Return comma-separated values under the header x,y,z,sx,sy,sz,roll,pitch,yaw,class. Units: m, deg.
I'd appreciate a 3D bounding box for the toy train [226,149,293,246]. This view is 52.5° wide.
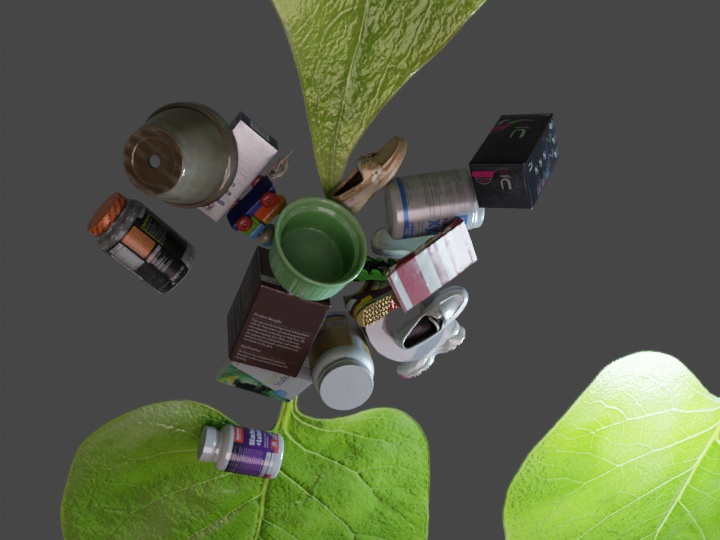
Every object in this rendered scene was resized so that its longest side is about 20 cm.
x,y,z,sx,sy,sz,roll,pitch,yaw,class
-0.173,-0.145,1.518,0.200,0.085,0.115,-43,133,8,toy train

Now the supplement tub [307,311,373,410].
x,y,z,sx,sy,sz,roll,pitch,yaw,class
-0.048,0.204,1.669,0.141,0.201,0.147,-5,121,-9,supplement tub

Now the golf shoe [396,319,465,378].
x,y,z,sx,sy,sz,roll,pitch,yaw,class
0.158,0.181,1.785,0.199,0.075,0.092,-39,110,4,golf shoe

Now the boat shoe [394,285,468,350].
x,y,z,sx,sy,sz,roll,pitch,yaw,class
0.163,0.109,1.633,0.198,0.066,0.073,-32,105,-5,boat shoe

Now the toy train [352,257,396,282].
x,y,z,sx,sy,sz,roll,pitch,yaw,class
0.000,0.000,1.574,0.196,0.042,0.057,3,146,29,toy train

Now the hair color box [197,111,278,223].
x,y,z,sx,sy,sz,roll,pitch,yaw,class
-0.264,-0.206,1.465,0.099,0.061,0.200,37,107,-25,hair color box

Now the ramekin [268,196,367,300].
x,y,z,sx,sy,sz,roll,pitch,yaw,class
-0.093,-0.039,1.489,0.196,0.204,0.098,12,149,-19,ramekin

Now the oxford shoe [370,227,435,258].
x,y,z,sx,sy,sz,roll,pitch,yaw,class
0.106,-0.054,1.642,0.196,0.058,0.077,9,74,-26,oxford shoe

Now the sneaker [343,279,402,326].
x,y,z,sx,sy,sz,roll,pitch,yaw,class
0.057,0.043,1.594,0.197,0.090,0.076,-22,134,-22,sneaker

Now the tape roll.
x,y,z,sx,sy,sz,roll,pitch,yaw,class
0.099,0.104,1.687,0.196,0.066,0.205,-2,101,-12,tape roll

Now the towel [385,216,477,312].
x,y,z,sx,sy,sz,roll,pitch,yaw,class
0.151,-0.010,1.539,0.198,0.023,0.145,-35,139,-5,towel

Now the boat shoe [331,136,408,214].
x,y,z,sx,sy,sz,roll,pitch,yaw,class
0.016,-0.204,1.521,0.069,0.074,0.200,32,108,-31,boat shoe

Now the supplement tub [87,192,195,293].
x,y,z,sx,sy,sz,roll,pitch,yaw,class
-0.442,-0.057,1.477,0.122,0.123,0.200,-40,120,12,supplement tub

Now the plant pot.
x,y,z,sx,sy,sz,roll,pitch,yaw,class
-0.343,-0.205,1.342,0.195,0.174,0.205,2,104,9,plant pot

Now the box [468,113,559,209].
x,y,z,sx,sy,sz,roll,pitch,yaw,class
0.316,-0.225,1.487,0.120,0.201,0.107,3,130,32,box

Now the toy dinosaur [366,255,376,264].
x,y,z,sx,sy,sz,roll,pitch,yaw,class
0.019,-0.010,1.611,0.198,0.101,0.059,34,68,-20,toy dinosaur

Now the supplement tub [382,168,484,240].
x,y,z,sx,sy,sz,roll,pitch,yaw,class
0.151,-0.142,1.553,0.195,0.133,0.134,-8,122,-6,supplement tub

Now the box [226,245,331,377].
x,y,z,sx,sy,sz,roll,pitch,yaw,class
-0.183,0.091,1.595,0.163,0.165,0.202,18,114,-21,box

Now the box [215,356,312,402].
x,y,z,sx,sy,sz,roll,pitch,yaw,class
-0.225,0.247,1.717,0.197,0.037,0.144,22,141,-21,box

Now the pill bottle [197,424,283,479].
x,y,z,sx,sy,sz,roll,pitch,yaw,class
-0.297,0.443,1.805,0.196,0.112,0.113,16,116,-21,pill bottle
